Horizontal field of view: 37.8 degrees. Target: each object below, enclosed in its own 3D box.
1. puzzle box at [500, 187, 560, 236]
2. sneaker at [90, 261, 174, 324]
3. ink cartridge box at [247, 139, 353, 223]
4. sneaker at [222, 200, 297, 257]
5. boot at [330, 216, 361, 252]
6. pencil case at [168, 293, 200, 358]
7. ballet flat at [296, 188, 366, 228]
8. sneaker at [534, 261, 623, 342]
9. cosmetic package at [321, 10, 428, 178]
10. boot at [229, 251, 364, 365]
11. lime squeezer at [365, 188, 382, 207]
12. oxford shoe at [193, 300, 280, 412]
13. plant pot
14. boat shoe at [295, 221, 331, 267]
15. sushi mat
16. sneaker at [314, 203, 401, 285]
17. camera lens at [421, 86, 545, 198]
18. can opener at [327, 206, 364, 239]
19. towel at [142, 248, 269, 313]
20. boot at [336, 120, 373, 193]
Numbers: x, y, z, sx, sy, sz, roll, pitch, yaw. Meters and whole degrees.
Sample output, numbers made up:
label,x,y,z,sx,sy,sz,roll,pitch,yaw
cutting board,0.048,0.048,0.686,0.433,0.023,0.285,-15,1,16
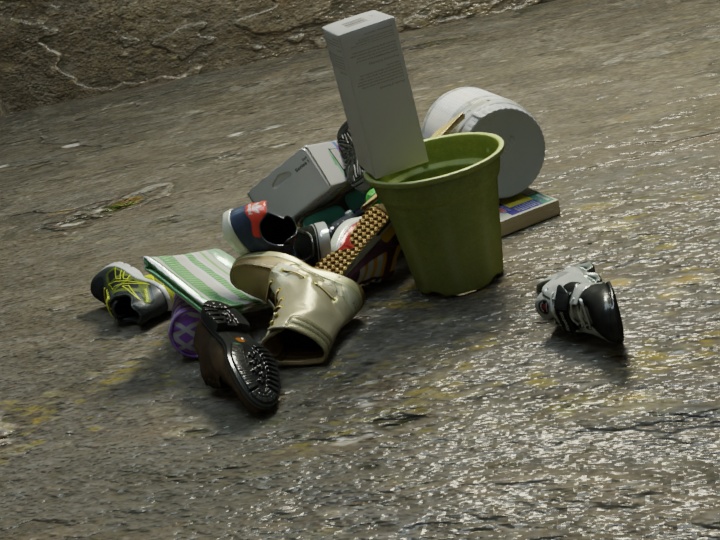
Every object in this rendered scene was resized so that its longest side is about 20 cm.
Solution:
label,x,y,z,sx,sy,sz,roll,pitch,yaw
puzzle box,0.217,-0.103,1.709,0.132,0.026,0.200,-20,22,-15
sneaker,-0.382,0.039,1.689,0.199,0.075,0.084,5,29,41
ink cartridge box,-0.079,-0.150,1.809,0.144,0.084,0.200,-36,-5,27
sneaker,-0.115,-0.030,1.531,0.084,0.200,0.076,-23,51,19
boot,0.052,-0.051,1.634,0.143,0.073,0.200,2,24,34
pencil case,-0.235,0.056,1.548,0.085,0.085,0.200,7,21,-8
ballet flat,-0.028,-0.093,1.807,0.199,0.071,0.070,-24,23,-27
sneaker,0.257,0.046,1.255,0.088,0.075,0.200,-14,11,1
cosmetic package,0.019,-0.238,1.424,0.084,0.202,0.108,-20,23,-8
boot,-0.110,0.052,1.428,0.198,0.073,0.156,17,37,13
lime squeezer,0.041,-0.102,1.661,0.070,0.038,0.200,25,11,-5
oxford shoe,-0.160,0.126,1.345,0.072,0.085,0.200,13,23,-34
plant pot,0.122,-0.074,1.480,0.198,0.186,0.201,-14,21,5
boat shoe,-0.093,-0.032,1.636,0.063,0.072,0.200,-7,-2,-17
sushi mat,0.080,-0.166,1.611,0.200,0.012,0.096,-47,9,-27
sneaker,0.000,0.000,1.545,0.200,0.090,0.075,-46,34,-5
camera lens,0.199,-0.211,1.733,0.159,0.161,0.200,-19,21,-10
can opener,0.004,-0.080,1.741,0.078,0.064,0.199,6,30,44
towel,-0.209,0.015,1.525,0.152,0.024,0.200,34,19,18
boot,0.059,-0.165,1.803,0.072,0.199,0.183,-37,43,25
